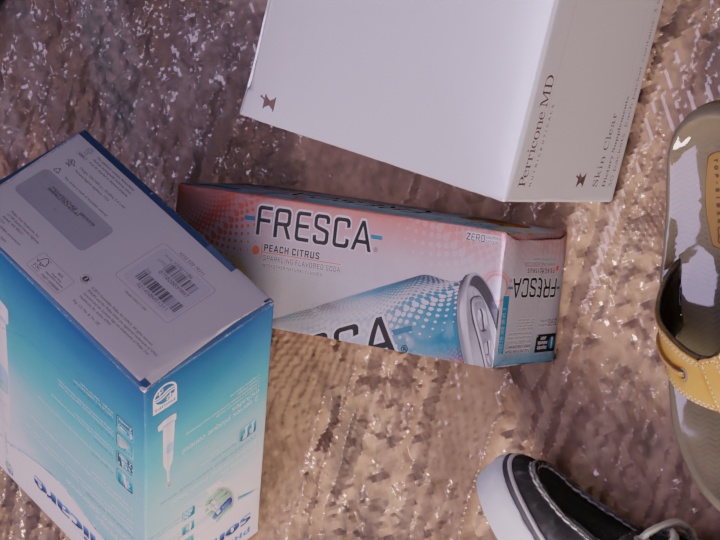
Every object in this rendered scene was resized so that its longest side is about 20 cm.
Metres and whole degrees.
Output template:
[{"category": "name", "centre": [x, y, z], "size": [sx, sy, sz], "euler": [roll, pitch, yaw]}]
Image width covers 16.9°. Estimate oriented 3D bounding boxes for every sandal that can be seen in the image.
[{"category": "sandal", "centre": [0.167, 0.021, 1.104], "size": [0.080, 0.054, 0.201], "euler": [-7, 88, 33]}]

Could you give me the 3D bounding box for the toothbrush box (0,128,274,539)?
[{"category": "toothbrush box", "centre": [-0.124, 0.054, 1.221], "size": [0.146, 0.085, 0.200], "euler": [41, 147, 26]}]

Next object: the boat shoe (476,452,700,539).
[{"category": "boat shoe", "centre": [0.140, 0.148, 1.122], "size": [0.200, 0.071, 0.064], "euler": [45, 115, 15]}]

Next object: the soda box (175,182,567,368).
[{"category": "soda box", "centre": [0.000, 0.000, 1.208], "size": [0.199, 0.064, 0.069], "euler": [9, 96, 33]}]

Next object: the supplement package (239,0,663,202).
[{"category": "supplement package", "centre": [0.054, -0.148, 1.139], "size": [0.155, 0.111, 0.201], "euler": [20, 103, 31]}]
